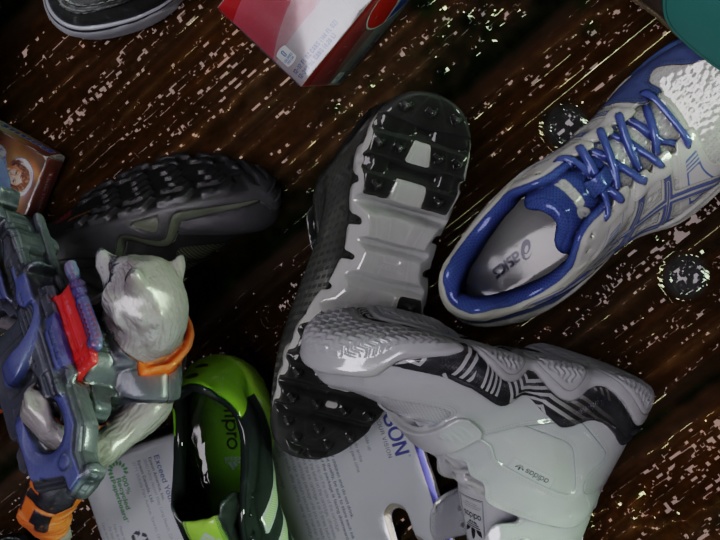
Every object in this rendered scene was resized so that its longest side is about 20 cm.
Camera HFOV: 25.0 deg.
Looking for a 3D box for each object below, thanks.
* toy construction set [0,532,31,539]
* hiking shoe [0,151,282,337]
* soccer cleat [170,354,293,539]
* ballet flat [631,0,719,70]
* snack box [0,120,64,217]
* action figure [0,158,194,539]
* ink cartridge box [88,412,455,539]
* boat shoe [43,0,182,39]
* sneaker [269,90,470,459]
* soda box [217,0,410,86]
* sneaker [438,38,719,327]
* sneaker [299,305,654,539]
[{"bbox_3d":[-0.220,0.225,0.934,0.200,0.092,0.131,-14,90,9],"label":"toy construction set"},{"bbox_3d":[-0.128,0.004,0.897,0.200,0.076,0.101,-18,115,12],"label":"hiking shoe"},{"bbox_3d":[-0.065,0.144,0.838,0.067,0.081,0.200,-11,93,17],"label":"soccer cleat"},{"bbox_3d":[0.156,-0.152,0.775,0.200,0.065,0.071,38,147,21],"label":"ballet flat"},{"bbox_3d":[-0.242,0.007,0.945,0.072,0.024,0.200,28,104,13],"label":"snack box"},{"bbox_3d":[-0.147,0.042,0.819,0.193,0.105,0.200,-43,53,40],"label":"action figure"},{"bbox_3d":[-0.035,0.170,0.896,0.200,0.041,0.200,-17,91,17],"label":"ink cartridge box"},{"bbox_3d":[-0.094,-0.186,0.855,0.199,0.068,0.074,-24,89,18],"label":"boat shoe"},{"bbox_3d":[0.000,0.000,0.843,0.066,0.091,0.200,16,99,-15],"label":"sneaker"},{"bbox_3d":[0.019,-0.187,0.821,0.063,0.070,0.200,43,106,8],"label":"soda box"},{"bbox_3d":[0.121,-0.039,0.802,0.075,0.088,0.200,47,105,8],"label":"sneaker"},{"bbox_3d":[0.050,0.088,0.794,0.075,0.200,0.115,25,100,58],"label":"sneaker"}]
